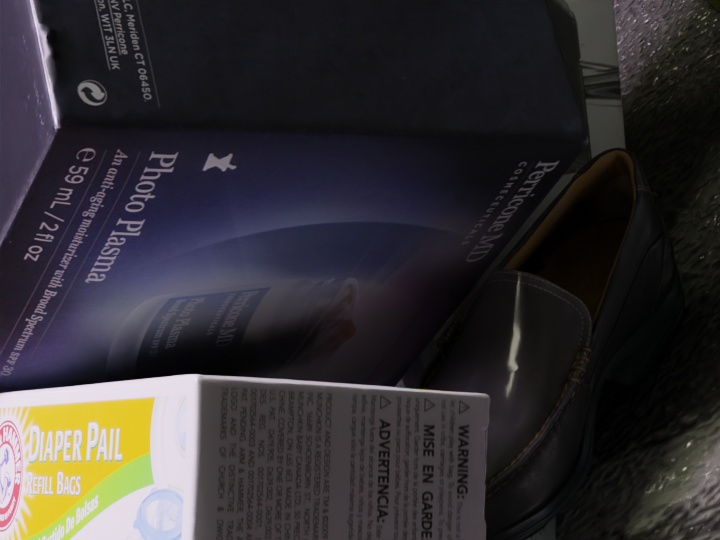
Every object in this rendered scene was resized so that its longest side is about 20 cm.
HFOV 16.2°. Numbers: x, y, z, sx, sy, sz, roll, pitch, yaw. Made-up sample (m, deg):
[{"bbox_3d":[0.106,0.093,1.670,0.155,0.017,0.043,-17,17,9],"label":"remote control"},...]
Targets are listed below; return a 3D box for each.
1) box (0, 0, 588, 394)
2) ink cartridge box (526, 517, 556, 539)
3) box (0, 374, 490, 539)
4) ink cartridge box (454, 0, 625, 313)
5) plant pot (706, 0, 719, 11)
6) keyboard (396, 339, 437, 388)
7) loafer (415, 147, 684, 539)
[{"bbox_3d":[-0.055,-0.041,0.915,0.200,0.198,0.124,-54,44,50],"label":"box"},{"bbox_3d":[-0.015,0.169,0.903,0.200,0.044,0.174,-39,20,21],"label":"ink cartridge box"},{"bbox_3d":[-0.050,0.094,0.836,0.200,0.101,0.113,-11,76,62],"label":"box"},{"bbox_3d":[0.038,-0.086,1.058,0.083,0.201,0.147,-6,3,-27],"label":"ink cartridge box"},{"bbox_3d":[0.176,-0.239,1.088,0.199,0.181,0.200,-44,21,6],"label":"plant pot"},{"bbox_3d":[0.000,0.000,1.050,0.056,0.011,0.201,112,143,-51],"label":"keyboard"},{"bbox_3d":[0.055,0.030,0.904,0.072,0.073,0.200,8,37,25],"label":"loafer"}]
